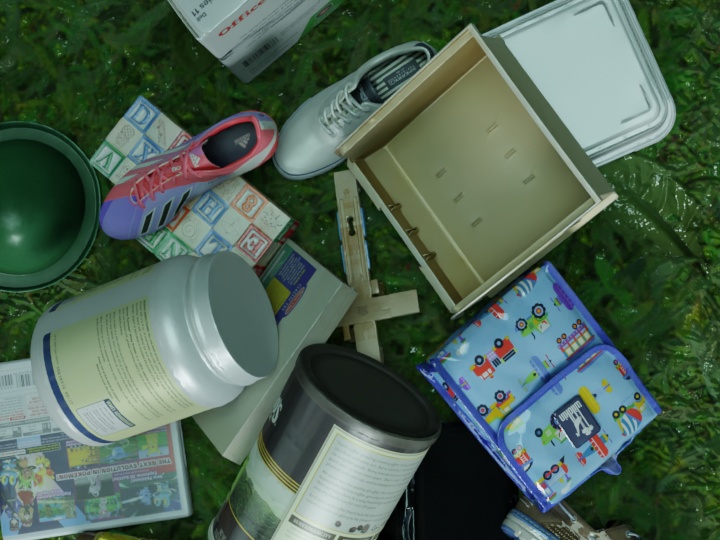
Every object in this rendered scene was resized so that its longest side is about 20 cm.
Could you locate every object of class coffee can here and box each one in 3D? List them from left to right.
[{"bbox_3d":[-0.035,0.191,1.214,0.146,0.146,0.201,31,108,7],"label":"coffee can"}]

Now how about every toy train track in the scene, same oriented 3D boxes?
[{"bbox_3d":[0.000,0.000,1.324,0.114,0.033,0.202,-10,80,13],"label":"toy train track"}]

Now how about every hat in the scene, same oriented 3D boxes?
[{"bbox_3d":[-0.327,-0.063,1.262,0.164,0.176,0.202,15,79,-14],"label":"hat"}]

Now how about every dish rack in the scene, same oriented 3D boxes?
[{"bbox_3d":[0.197,-0.180,1.304,0.199,0.044,0.173,-24,85,6],"label":"dish rack"}]

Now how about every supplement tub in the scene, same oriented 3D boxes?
[{"bbox_3d":[-0.192,0.071,1.240,0.199,0.145,0.146,-20,85,21],"label":"supplement tub"}]

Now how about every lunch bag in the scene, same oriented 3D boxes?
[{"bbox_3d":[0.177,0.118,1.261,0.150,0.094,0.200,-40,89,-9],"label":"lunch bag"}]

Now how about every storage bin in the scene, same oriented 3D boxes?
[{"bbox_3d":[0.105,-0.089,1.255,0.198,0.094,0.201,-40,80,24],"label":"storage bin"}]

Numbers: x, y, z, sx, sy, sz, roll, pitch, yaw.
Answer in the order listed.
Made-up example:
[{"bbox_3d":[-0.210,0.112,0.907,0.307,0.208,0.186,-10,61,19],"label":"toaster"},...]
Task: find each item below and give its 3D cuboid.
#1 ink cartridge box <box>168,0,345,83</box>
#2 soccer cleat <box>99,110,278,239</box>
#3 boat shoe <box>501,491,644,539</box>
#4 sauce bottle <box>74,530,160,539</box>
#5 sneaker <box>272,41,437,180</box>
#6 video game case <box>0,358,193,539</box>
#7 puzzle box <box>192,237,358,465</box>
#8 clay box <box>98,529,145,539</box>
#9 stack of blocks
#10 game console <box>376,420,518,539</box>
[{"bbox_3d":[-0.099,-0.272,1.262,0.146,0.200,0.083,-38,83,3],"label":"ink cartridge box"},{"bbox_3d":[-0.169,-0.094,1.262,0.199,0.076,0.067,-28,85,4],"label":"soccer cleat"},{"bbox_3d":[0.235,0.274,1.261,0.199,0.072,0.073,34,82,3],"label":"boat shoe"},{"bbox_3d":[-0.188,0.302,1.311,0.198,0.065,0.065,7,88,5],"label":"sauce bottle"},{"bbox_3d":[-0.009,-0.165,1.311,0.200,0.071,0.073,-39,84,3],"label":"sneaker"},{"bbox_3d":[-0.280,0.173,1.349,0.198,0.023,0.184,-9,86,5],"label":"video game case"},{"bbox_3d":[-0.093,0.075,1.286,0.025,0.133,0.201,34,92,-33],"label":"puzzle box"},{"bbox_3d":[-0.166,0.333,1.252,0.198,0.048,0.116,17,90,6],"label":"clay box"},{"bbox_3d":[-0.175,-0.067,1.331,0.200,0.059,0.115,40,92,7],"label":"stack of blocks"},{"bbox_3d":[0.055,0.250,1.309,0.175,0.116,0.202,-5,85,36],"label":"game console"}]
